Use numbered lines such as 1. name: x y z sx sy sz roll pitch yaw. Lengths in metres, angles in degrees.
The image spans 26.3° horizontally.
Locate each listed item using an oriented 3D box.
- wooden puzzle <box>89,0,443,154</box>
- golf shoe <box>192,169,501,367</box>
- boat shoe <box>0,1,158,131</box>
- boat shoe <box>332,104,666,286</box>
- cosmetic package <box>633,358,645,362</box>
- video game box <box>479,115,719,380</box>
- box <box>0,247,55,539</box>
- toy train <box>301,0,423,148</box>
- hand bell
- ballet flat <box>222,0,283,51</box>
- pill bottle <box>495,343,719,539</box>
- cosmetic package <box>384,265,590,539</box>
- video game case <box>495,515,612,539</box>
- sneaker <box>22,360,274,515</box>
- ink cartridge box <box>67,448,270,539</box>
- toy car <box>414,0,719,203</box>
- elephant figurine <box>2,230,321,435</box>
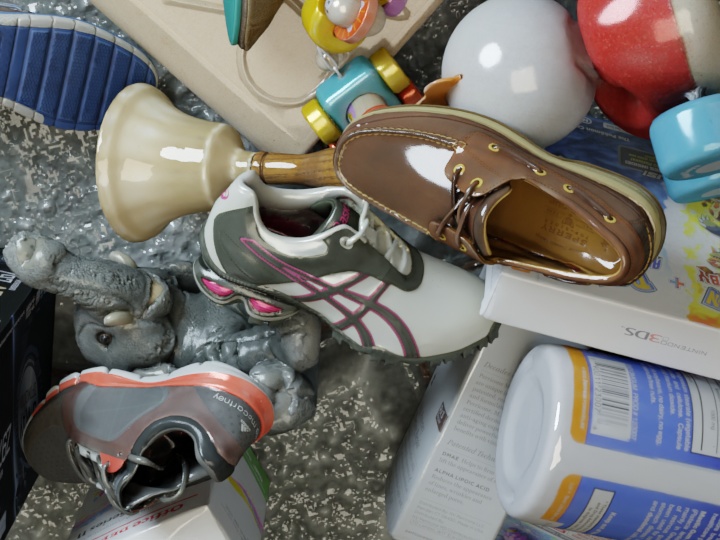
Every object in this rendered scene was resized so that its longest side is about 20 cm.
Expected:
1. wooden puzzle: -0.052 -0.197 1.001 0.185 0.046 0.200 41 107 -11
2. golf shoe: 0.000 0.000 0.939 0.199 0.077 0.088 13 136 -11
3. boat shoe: -0.229 -0.145 0.995 0.199 0.072 0.073 11 111 -30
4. boat shoe: 0.073 -0.042 0.876 0.199 0.068 0.072 20 115 15
5. cosmetic package: 0.260 0.144 1.078 0.200 0.074 0.102 38 105 -12
6. video game box: 0.180 -0.020 0.980 0.199 0.183 0.047 14 135 -5
7. box: -0.242 0.090 1.003 0.043 0.200 0.161 6 106 -1
8. toy train: 0.037 -0.145 0.962 0.149 0.056 0.201 -6 127 -18
9. hand bell: -0.055 -0.063 0.971 0.199 0.104 0.105 5 108 23
10. ballet flat: -0.058 -0.237 0.937 0.072 0.068 0.201 -11 106 -13
11. pill bottle: 0.194 0.118 0.963 0.199 0.112 0.113 13 106 -11
12. cosmetic package: 0.087 0.090 1.055 0.074 0.102 0.201 20 104 -8
13. video game case: 0.184 0.216 1.076 0.199 0.024 0.182 26 136 0
14. sneaker: -0.148 0.110 0.954 0.199 0.082 0.077 -17 122 36
15. ink cartridge box: -0.131 0.179 1.029 0.117 0.200 0.068 -25 105 7
16. toy car: 0.124 -0.124 0.942 0.199 0.177 0.185 -16 80 12
17. elephant figurine: -0.126 0.043 1.022 0.199 0.142 0.156 4 104 -1
